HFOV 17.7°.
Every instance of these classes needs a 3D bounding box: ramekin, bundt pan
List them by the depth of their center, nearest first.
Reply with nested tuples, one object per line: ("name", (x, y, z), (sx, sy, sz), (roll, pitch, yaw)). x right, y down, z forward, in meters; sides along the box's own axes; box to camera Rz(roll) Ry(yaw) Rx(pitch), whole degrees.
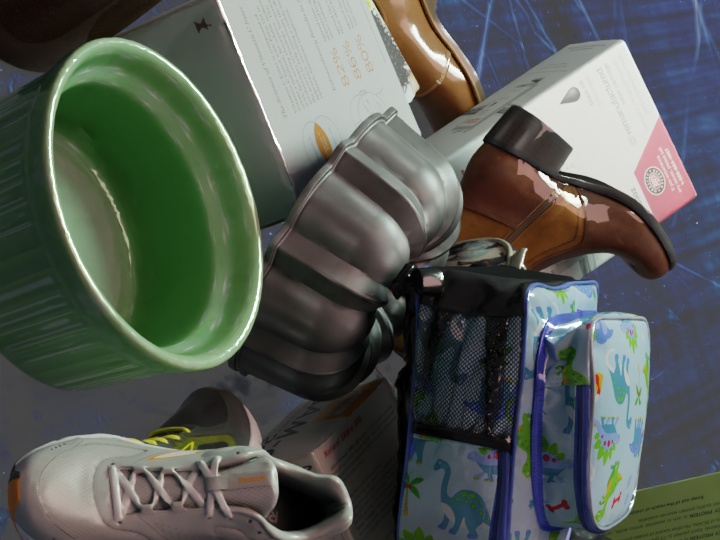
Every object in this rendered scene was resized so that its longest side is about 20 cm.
("ramekin", (-0.154, -0.026, 1.357), (0.200, 0.097, 0.201), (36, 45, -45))
("bundt pan", (0.000, 0.000, 1.496), (0.076, 0.203, 0.202), (32, 28, 13))

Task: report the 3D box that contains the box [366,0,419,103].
("box", (-0.031, -0.196, 1.711), (0.201, 0.050, 0.075), (58, 32, -20))

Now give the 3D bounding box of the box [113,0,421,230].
("box", (-0.066, -0.118, 1.549), (0.200, 0.106, 0.153), (-35, 105, -60))

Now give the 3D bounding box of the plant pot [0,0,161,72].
("plant pot", (-0.144, -0.242, 1.396), (0.187, 0.199, 0.188), (37, 43, -45))

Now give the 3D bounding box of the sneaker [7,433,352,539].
("sneaker", (-0.094, 0.120, 1.268), (0.199, 0.092, 0.076), (7, 68, -33))

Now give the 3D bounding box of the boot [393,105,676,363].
("boot", (0.119, 0.011, 1.701), (0.188, 0.068, 0.201), (38, 85, -31))

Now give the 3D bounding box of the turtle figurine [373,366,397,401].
("turtle figurine", (0.066, 0.154, 1.631), (0.200, 0.100, 0.151), (52, 39, -44))

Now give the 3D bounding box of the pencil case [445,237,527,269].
("pencil case", (0.117, 0.071, 1.658), (0.201, 0.089, 0.078), (57, 48, -29))

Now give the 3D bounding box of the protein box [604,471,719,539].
("protein box", (0.231, 0.281, 1.720), (0.135, 0.197, 0.201), (46, 38, -43))

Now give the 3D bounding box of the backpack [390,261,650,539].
("backpack", (0.100, 0.103, 1.464), (0.183, 0.146, 0.202), (0, 99, -69))

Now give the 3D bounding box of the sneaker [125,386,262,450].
("sneaker", (-0.119, 0.123, 1.352), (0.085, 0.074, 0.200), (56, 33, -23))

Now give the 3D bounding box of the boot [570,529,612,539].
("boot", (0.163, 0.281, 1.600), (0.073, 0.150, 0.201), (25, 82, -70))

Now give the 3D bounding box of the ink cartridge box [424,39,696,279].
("ink cartridge box", (0.141, -0.067, 1.792), (0.199, 0.083, 0.147), (-34, 106, -23))

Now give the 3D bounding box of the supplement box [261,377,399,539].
("supplement box", (0.003, 0.189, 1.520), (0.126, 0.073, 0.201), (-40, 110, -60))

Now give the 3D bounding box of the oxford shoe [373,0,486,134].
("oxford shoe", (0.039, -0.161, 1.814), (0.071, 0.071, 0.201), (-39, 111, -29))
